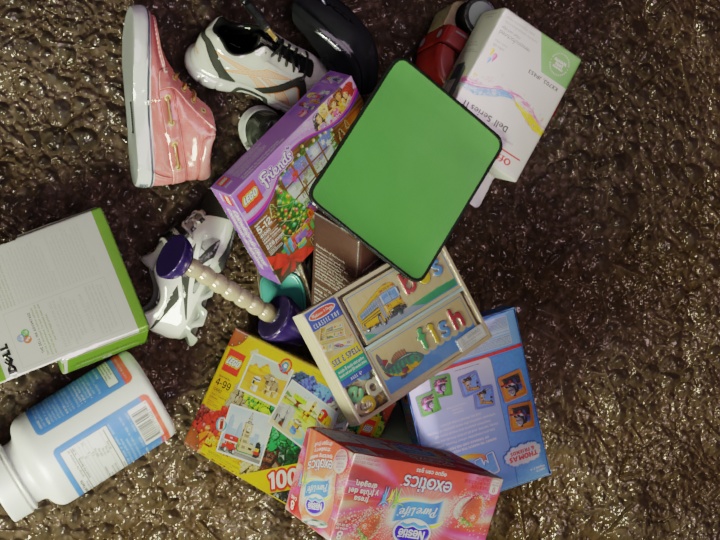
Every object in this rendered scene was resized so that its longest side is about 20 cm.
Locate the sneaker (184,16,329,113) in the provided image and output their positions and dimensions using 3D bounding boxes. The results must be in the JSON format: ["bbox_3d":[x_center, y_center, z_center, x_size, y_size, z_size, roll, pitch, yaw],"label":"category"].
[{"bbox_3d":[-0.095,-0.231,1.510,0.198,0.080,0.074,10,59,-21],"label":"sneaker"}]

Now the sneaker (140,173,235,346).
[{"bbox_3d":[-0.198,-0.021,1.506,0.088,0.074,0.202,19,89,-20],"label":"sneaker"}]

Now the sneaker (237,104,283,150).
[{"bbox_3d":[-0.064,-0.104,1.536,0.066,0.090,0.201,-40,106,-10],"label":"sneaker"}]

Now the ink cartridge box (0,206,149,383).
[{"bbox_3d":[-0.347,0.039,1.436,0.199,0.076,0.149,-21,80,-15],"label":"ink cartridge box"}]

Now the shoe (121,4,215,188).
[{"bbox_3d":[-0.214,-0.195,1.490,0.090,0.071,0.202,-5,102,-20],"label":"shoe"}]

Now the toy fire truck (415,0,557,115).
[{"bbox_3d":[0.132,-0.194,1.594,0.175,0.128,0.201,29,76,-19],"label":"toy fire truck"}]

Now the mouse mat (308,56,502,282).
[{"bbox_3d":[0.052,-0.109,1.430,0.161,0.008,0.201,38,71,-16],"label":"mouse mat"}]

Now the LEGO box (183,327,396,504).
[{"bbox_3d":[-0.081,0.173,1.497,0.077,0.199,0.150,28,85,-54],"label":"LEGO box"}]

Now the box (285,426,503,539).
[{"bbox_3d":[0.036,0.234,1.397,0.199,0.102,0.095,15,93,-34],"label":"box"}]

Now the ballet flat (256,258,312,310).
[{"bbox_3d":[-0.087,-0.015,1.544,0.067,0.067,0.201,3,124,22],"label":"ballet flat"}]

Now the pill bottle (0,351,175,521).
[{"bbox_3d":[-0.314,0.186,1.466,0.199,0.112,0.113,-31,104,-13],"label":"pill bottle"}]

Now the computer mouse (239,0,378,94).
[{"bbox_3d":[-0.051,-0.278,1.499,0.201,0.046,0.140,54,40,-7],"label":"computer mouse"}]

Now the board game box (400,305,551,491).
[{"bbox_3d":[0.125,0.157,1.514,0.150,0.037,0.202,-15,97,-17],"label":"board game box"}]

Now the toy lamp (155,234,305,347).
[{"bbox_3d":[-0.134,0.029,1.479,0.199,0.058,0.059,31,85,-35],"label":"toy lamp"}]

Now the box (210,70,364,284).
[{"bbox_3d":[-0.060,-0.103,1.462,0.200,0.039,0.137,-47,133,-21],"label":"box"}]

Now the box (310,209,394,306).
[{"bbox_3d":[0.000,0.000,1.510,0.100,0.075,0.201,-37,149,-35],"label":"box"}]

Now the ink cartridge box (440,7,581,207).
[{"bbox_3d":[0.149,-0.180,1.511,0.117,0.067,0.201,29,88,-19],"label":"ink cartridge box"}]

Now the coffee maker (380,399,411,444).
[{"bbox_3d":[0.049,0.193,1.581,0.192,0.135,0.200,-41,106,-10],"label":"coffee maker"}]

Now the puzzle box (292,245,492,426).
[{"bbox_3d":[0.038,0.061,1.431,0.199,0.025,0.134,-31,94,-29],"label":"puzzle box"}]
